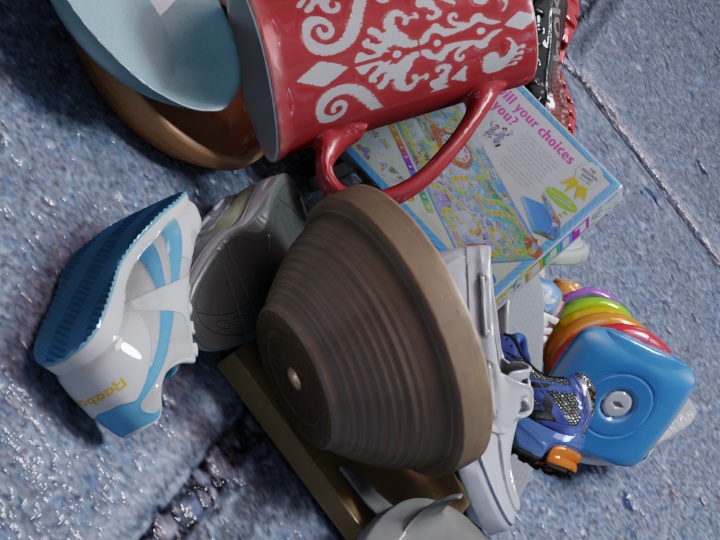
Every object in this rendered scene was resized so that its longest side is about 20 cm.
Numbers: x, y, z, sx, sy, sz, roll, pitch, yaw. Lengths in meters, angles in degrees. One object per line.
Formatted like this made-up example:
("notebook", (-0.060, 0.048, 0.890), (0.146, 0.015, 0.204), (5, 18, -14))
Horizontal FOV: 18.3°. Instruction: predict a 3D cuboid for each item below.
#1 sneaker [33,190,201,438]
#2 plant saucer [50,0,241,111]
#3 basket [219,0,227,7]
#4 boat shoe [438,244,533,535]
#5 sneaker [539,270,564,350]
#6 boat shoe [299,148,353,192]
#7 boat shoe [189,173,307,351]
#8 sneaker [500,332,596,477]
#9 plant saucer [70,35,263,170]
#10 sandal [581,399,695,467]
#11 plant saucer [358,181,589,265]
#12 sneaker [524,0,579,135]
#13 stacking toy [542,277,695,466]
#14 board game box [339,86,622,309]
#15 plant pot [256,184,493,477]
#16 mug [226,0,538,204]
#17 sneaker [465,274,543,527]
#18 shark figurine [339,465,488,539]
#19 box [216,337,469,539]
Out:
("sneaker", (-0.139, 0.024, 1.390), (0.081, 0.076, 0.200), (53, 30, -22))
("plant saucer", (-0.164, -0.185, 1.546), (0.201, 0.039, 0.201), (42, 28, -28))
("basket", (-0.010, -0.249, 1.773), (0.200, 0.161, 0.198), (42, 16, 27))
("boat shoe", (0.086, 0.081, 1.523), (0.074, 0.065, 0.201), (-73, 149, -76))
("sneaker", (0.119, 0.048, 1.790), (0.075, 0.090, 0.200), (39, 29, -31))
("boat shoe", (0.002, -0.121, 1.811), (0.068, 0.072, 0.200), (59, 27, -2))
("boat shoe", (-0.093, -0.004, 1.522), (0.202, 0.065, 0.075), (-62, 135, -57))
("sneaker", (0.087, 0.075, 1.619), (0.200, 0.079, 0.075), (29, -8, 23))
("plant saucer", (-0.145, -0.154, 1.632), (0.200, 0.037, 0.200), (42, 28, -28))
("sandal", (0.212, 0.136, 1.887), (0.202, 0.050, 0.083), (-7, 48, -44))
("plant saucer", (0.087, -0.054, 1.768), (0.199, 0.050, 0.200), (12, 10, -2))
("sneaker", (0.124, -0.161, 1.733), (0.098, 0.071, 0.201), (45, 43, -52))
("stacking toy", (0.191, 0.059, 1.852), (0.116, 0.110, 0.200), (24, 23, -19))
("board game box", (0.079, -0.084, 1.666), (0.200, 0.134, 0.034), (47, -7, 17))
("plant pot", (-0.005, 0.052, 1.460), (0.092, 0.201, 0.201), (-23, 75, -22))
("mug", (0.021, -0.145, 1.611), (0.133, 0.199, 0.178), (-144, -140, -72))
("sneaker", (0.080, 0.094, 1.698), (0.071, 0.099, 0.201), (18, 75, -49))
("shark figurine", (0.034, 0.183, 1.440), (0.128, 0.089, 0.215), (51, 30, -6))
("box", (-0.008, 0.115, 1.561), (0.200, 0.021, 0.163), (55, 26, -3))
